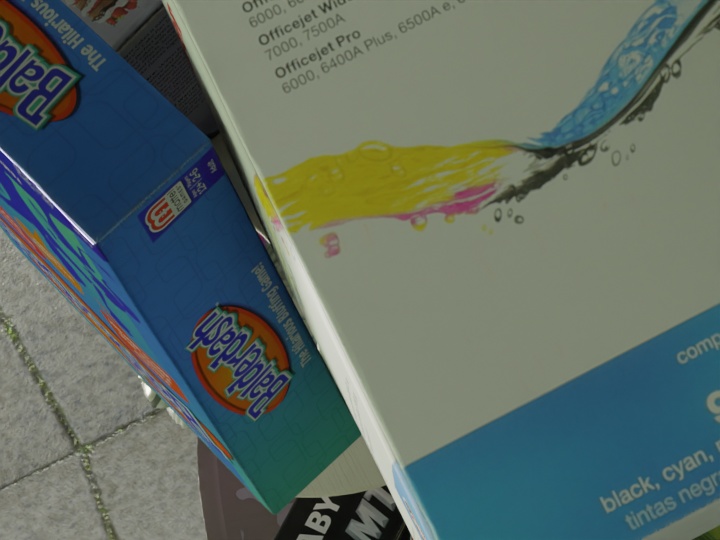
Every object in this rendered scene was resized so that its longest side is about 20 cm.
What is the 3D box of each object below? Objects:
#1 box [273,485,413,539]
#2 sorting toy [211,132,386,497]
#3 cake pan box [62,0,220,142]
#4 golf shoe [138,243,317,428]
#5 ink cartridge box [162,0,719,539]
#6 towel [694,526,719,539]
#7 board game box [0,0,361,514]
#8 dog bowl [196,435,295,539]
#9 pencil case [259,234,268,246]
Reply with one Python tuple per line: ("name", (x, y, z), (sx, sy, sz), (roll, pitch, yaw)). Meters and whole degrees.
("box", (0.021, 0.098, 0.919), (0.049, 0.199, 0.200), (22, 155, 14))
("sorting toy", (0.023, -0.010, 0.812), (0.201, 0.179, 0.107), (63, 177, 11))
("cake pan box", (-0.032, -0.117, 0.819), (0.052, 0.200, 0.184), (42, 171, 11))
("golf shoe", (0.000, 0.000, 0.933), (0.097, 0.200, 0.078), (40, -162, -18))
("ink cartridge box", (0.049, -0.019, 0.628), (0.201, 0.144, 0.147), (63, 177, 11))
("towel", (0.100, 0.051, 0.994), (0.200, 0.023, 0.144), (39, 157, 43))
("board game box", (-0.082, -0.021, 0.696), (0.152, 0.045, 0.200), (43, 169, 28))
("dog bowl", (-0.023, 0.155, 1.142), (0.200, 0.058, 0.202), (-16, -90, -82))
("pencil case", (-0.041, -0.002, 1.008), (0.201, 0.087, 0.087), (62, 177, 1))
